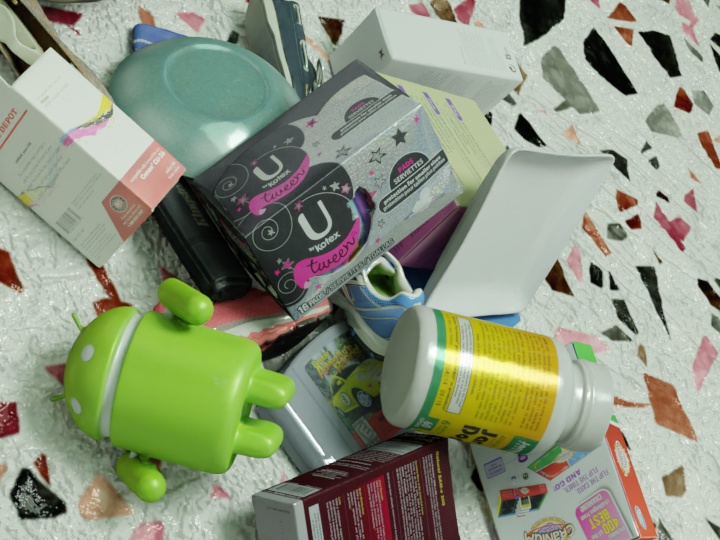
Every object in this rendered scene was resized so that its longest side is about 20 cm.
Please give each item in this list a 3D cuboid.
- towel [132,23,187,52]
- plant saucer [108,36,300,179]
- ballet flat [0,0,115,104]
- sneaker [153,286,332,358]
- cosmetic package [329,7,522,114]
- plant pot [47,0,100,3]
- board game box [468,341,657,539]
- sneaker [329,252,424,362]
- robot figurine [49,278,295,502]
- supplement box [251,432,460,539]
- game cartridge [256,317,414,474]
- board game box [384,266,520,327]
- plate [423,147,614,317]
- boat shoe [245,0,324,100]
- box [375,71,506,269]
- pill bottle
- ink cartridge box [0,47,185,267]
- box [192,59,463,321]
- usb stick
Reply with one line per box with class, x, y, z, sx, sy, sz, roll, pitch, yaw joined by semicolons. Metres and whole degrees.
towel;-0.153;-0.165;1.412;0.143;0.024;0.202;13;44;-32
plant saucer;-0.142;-0.170;1.365;0.198;0.039;0.203;12;46;-12
ballet flat;-0.297;-0.189;1.305;0.201;0.068;0.067;51;9;10
sneaker;-0.108;0.037;1.314;0.199;0.074;0.087;-17;73;-43
cosmetic package;0.076;-0.230;1.609;0.198;0.101;0.072;3;61;-38
plant pot;-0.240;-0.363;1.398;0.173;0.199;0.202;-12;70;-59
board game box;0.190;0.194;1.395;0.040;0.152;0.202;12;55;-52
sneaker;0.000;0.000;1.390;0.075;0.078;0.200;-14;47;-40
robot figurine;-0.158;0.099;1.179;0.198;0.178;0.116;16;5;3
supplement box;0.001;0.225;1.263;0.199;0.060;0.110;-15;101;-43
game cartridge;-0.007;0.120;1.370;0.133;0.041;0.200;50;44;4
board game box;0.083;0.024;1.491;0.158;0.039;0.200;49;31;6
plate;0.150;-0.041;1.408;0.032;0.201;0.198;43;27;30
boat shoe;-0.074;-0.205;1.495;0.061;0.075;0.202;1;57;-29
box;0.079;-0.097;1.477;0.199;0.097;0.177;4;49;-54
pill bottle;0.127;0.107;1.300;0.198;0.113;0.114;14;54;-15
ink cartridge box;-0.267;-0.112;1.248;0.200;0.116;0.068;42;46;-10
box;-0.030;-0.077;1.288;0.199;0.132;0.115;-38;128;-8
usb stick;-0.165;-0.049;1.310;0.055;0.033;0.201;-4;48;-42
